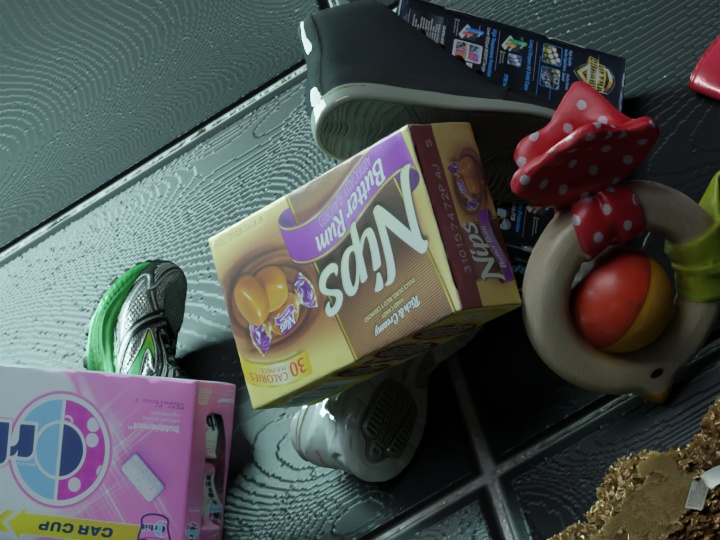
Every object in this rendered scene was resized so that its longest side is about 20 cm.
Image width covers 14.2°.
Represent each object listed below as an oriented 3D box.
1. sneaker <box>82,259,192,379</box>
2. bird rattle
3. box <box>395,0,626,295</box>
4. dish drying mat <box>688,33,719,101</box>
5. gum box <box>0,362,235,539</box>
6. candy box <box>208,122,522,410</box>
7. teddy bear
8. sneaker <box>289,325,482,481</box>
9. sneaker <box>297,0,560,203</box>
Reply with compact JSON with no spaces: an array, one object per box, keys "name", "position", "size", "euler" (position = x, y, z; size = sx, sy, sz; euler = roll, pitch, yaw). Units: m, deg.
[{"name":"sneaker","position":[-0.138,0.080,1.956],"size":[0.085,0.078,0.200],"euler":[-11,53,24]},{"name":"bird rattle","position":[0.161,-0.006,1.691],"size":[0.113,0.200,0.163],"euler":[32,99,53]},{"name":"box","position":[0.084,-0.077,1.860],"size":[0.046,0.159,0.200],"euler":[112,170,-47]},{"name":"dish drying mat","position":[0.293,-0.118,1.829],"size":[0.077,0.018,0.200],"euler":[-48,38,-11]},{"name":"gum box","position":[-0.177,0.121,1.859],"size":[0.200,0.066,0.114],"euler":[4,88,21]},{"name":"candy box","position":[0.000,0.000,1.740],"size":[0.200,0.056,0.117],"euler":[-27,73,46]},{"name":"teddy bear","position":[0.180,0.146,1.619],"size":[0.145,0.067,0.200],"euler":[25,62,41]},{"name":"sneaker","position":[0.011,0.042,1.857],"size":[0.099,0.078,0.200],"euler":[1,51,46]},{"name":"sneaker","position":[0.059,-0.111,1.794],"size":[0.106,0.200,0.075],"euler":[-102,33,-44]}]
